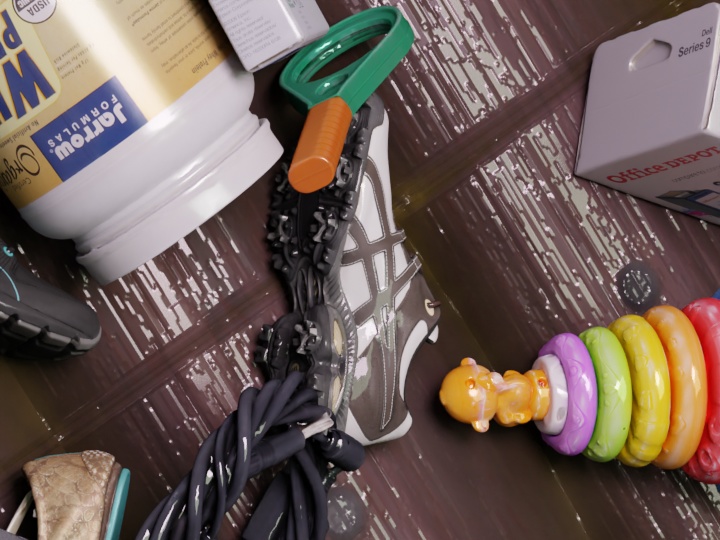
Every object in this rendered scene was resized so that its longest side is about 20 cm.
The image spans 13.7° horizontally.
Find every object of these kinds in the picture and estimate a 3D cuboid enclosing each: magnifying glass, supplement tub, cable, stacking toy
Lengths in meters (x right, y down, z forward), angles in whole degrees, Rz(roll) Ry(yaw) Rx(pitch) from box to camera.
[{"bbox_3d":[-0.015,-0.094,1.618,0.022,0.079,0.200,58,19,-22],"label":"magnifying glass"},{"bbox_3d":[-0.145,-0.108,1.556,0.144,0.144,0.200,-40,99,-29],"label":"supplement tub"},{"bbox_3d":[-0.069,0.151,1.550,0.051,0.163,0.200,30,76,22],"label":"cable"},{"bbox_3d":[0.138,0.070,1.709,0.199,0.110,0.117,-2,65,-18],"label":"stacking toy"}]

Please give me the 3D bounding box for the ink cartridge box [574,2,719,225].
[{"bbox_3d":[0.248,-0.078,1.764,0.199,0.145,0.088,20,72,-25],"label":"ink cartridge box"}]

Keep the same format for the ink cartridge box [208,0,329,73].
[{"bbox_3d":[-0.084,-0.203,1.591,0.043,0.196,0.201,-29,93,6],"label":"ink cartridge box"}]

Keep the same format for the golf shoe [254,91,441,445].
[{"bbox_3d":[0.000,0.000,1.660,0.094,0.078,0.201,13,82,-33],"label":"golf shoe"}]

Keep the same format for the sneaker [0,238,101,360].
[{"bbox_3d":[-0.217,-0.016,1.538,0.199,0.075,0.080,26,66,-22],"label":"sneaker"}]

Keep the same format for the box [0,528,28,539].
[{"bbox_3d":[-0.226,0.195,1.415,0.079,0.200,0.142,23,71,-22],"label":"box"}]

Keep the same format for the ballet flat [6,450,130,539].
[{"bbox_3d":[-0.167,0.189,1.539,0.065,0.071,0.201,9,71,1],"label":"ballet flat"}]
